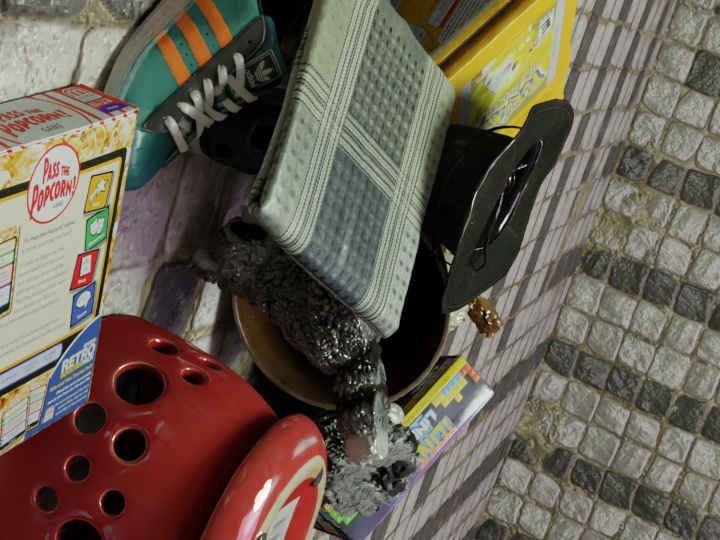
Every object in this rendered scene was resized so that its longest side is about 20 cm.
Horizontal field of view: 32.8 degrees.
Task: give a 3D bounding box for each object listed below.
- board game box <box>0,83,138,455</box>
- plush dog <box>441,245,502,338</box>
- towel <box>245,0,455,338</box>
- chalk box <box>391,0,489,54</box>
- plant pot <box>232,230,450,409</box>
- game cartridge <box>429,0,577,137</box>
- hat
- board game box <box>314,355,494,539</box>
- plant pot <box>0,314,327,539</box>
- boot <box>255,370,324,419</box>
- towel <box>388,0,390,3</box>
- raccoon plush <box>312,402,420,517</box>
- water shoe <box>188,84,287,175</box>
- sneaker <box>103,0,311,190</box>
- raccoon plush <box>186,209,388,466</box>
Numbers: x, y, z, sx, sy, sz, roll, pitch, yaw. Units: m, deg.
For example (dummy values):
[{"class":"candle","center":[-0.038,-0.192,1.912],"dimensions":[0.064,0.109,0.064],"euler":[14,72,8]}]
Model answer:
[{"class":"board game box","center":[-0.198,0.009,0.681],"dimensions":[0.151,0.046,0.202],"euler":[-34,143,-61]},{"class":"plush dog","center":[0.053,0.025,1.324],"dimensions":[0.171,0.160,0.201],"euler":[-24,-149,58]},{"class":"towel","center":[-0.002,-0.083,0.816],"dimensions":[0.192,0.034,0.202],"euler":[43,57,-52]},{"class":"chalk box","center":[0.064,-0.180,1.113],"dimensions":[0.125,0.123,0.201],"euler":[-60,162,-21]},{"class":"plant pot","center":[0.000,0.000,1.099],"dimensions":[0.200,0.185,0.189],"euler":[-58,166,-71]},{"class":"game cartridge","center":[0.116,-0.152,1.023],"dimensions":[0.176,0.032,0.201],"euler":[-44,155,-18]},{"class":"hat","center":[0.086,-0.062,0.952],"dimensions":[0.201,0.080,0.202],"euler":[-52,160,-29]},{"class":"board game box","center":[0.022,0.173,1.217],"dimensions":[0.200,0.057,0.165],"euler":[-45,-169,-16]},{"class":"plant pot","center":[-0.131,0.155,0.854],"dimensions":[0.201,0.181,0.201],"euler":[-59,163,-29]},{"class":"boot","center":[-0.047,0.097,1.238],"dimensions":[0.139,0.077,0.201],"euler":[-57,174,-43]},{"class":"towel","center":[-0.005,-0.159,0.937],"dimensions":[0.112,0.048,0.203],"euler":[123,-31,-80]},{"class":"raccoon plush","center":[-0.036,0.128,1.066],"dimensions":[0.199,0.134,0.097],"euler":[23,112,-40]},{"class":"water shoe","center":[-0.064,-0.096,0.903],"dimensions":[0.200,0.078,0.072],"euler":[-14,126,-69]},{"class":"sneaker","center":[-0.092,-0.129,0.766],"dimensions":[0.201,0.079,0.072],"euler":[-62,163,-18]},{"class":"raccoon plush","center":[-0.057,0.045,0.911],"dimensions":[0.097,0.132,0.203],"euler":[42,44,-64]}]
